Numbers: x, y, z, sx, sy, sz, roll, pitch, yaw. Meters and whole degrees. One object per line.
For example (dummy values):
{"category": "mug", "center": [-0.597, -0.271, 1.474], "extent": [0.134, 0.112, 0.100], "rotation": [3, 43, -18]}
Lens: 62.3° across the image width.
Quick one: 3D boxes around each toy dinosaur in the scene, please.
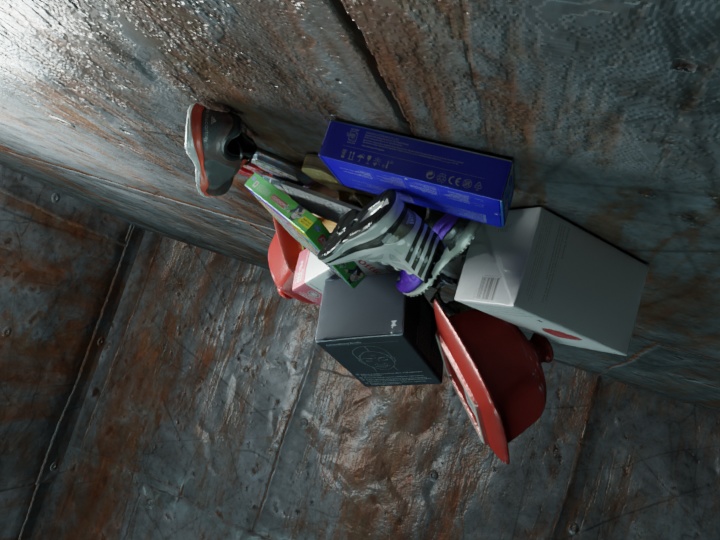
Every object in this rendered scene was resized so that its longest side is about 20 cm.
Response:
{"category": "toy dinosaur", "center": [0.154, 0.066, 0.971], "extent": [0.087, 0.048, 0.201], "rotation": [36, 159, 7]}

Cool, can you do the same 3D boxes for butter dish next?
{"category": "butter dish", "center": [0.206, 0.138, 0.856], "extent": [0.202, 0.145, 0.201], "rotation": [67, 178, -48]}
{"category": "butter dish", "center": [-0.122, 0.000, 1.251], "extent": [0.198, 0.148, 0.201], "rotation": [23, -147, -37]}

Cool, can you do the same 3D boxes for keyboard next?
{"category": "keyboard", "center": [-0.026, -0.075, 0.798], "extent": [0.198, 0.011, 0.057], "rotation": [24, 155, 33]}

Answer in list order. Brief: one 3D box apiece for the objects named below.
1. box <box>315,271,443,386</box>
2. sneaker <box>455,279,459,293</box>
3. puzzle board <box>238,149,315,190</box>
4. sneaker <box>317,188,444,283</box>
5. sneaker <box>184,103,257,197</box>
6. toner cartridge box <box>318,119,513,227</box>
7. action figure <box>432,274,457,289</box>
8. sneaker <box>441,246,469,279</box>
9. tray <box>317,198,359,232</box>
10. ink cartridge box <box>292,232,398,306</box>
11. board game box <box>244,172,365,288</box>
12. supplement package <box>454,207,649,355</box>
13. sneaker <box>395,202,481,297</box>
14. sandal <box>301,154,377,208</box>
{"category": "box", "center": [0.039, 0.102, 0.964], "extent": [0.146, 0.109, 0.200], "rotation": [-7, 148, 23]}
{"category": "sneaker", "center": [0.250, 0.038, 0.981], "extent": [0.196, 0.107, 0.075], "rotation": [17, 170, 8]}
{"category": "puzzle board", "center": [-0.169, -0.163, 0.907], "extent": [0.197, 0.018, 0.150], "rotation": [20, 173, -15]}
{"category": "sneaker", "center": [0.026, -0.018, 0.713], "extent": [0.115, 0.076, 0.200], "rotation": [38, 158, -15]}
{"category": "sneaker", "center": [-0.176, -0.146, 0.786], "extent": [0.080, 0.079, 0.200], "rotation": [2, 169, -5]}
{"category": "toner cartridge box", "center": [0.062, -0.102, 0.634], "extent": [0.196, 0.044, 0.095], "rotation": [17, 174, 17]}
{"category": "action figure", "center": [0.135, -0.002, 1.162], "extent": [0.128, 0.071, 0.200], "rotation": [13, 179, -16]}
{"category": "sneaker", "center": [0.188, -0.026, 0.870], "extent": [0.196, 0.076, 0.082], "rotation": [14, 158, -5]}
{"category": "tray", "center": [-0.057, -0.096, 1.053], "extent": [0.098, 0.038, 0.198], "rotation": [25, 170, -40]}
{"category": "ink cartridge box", "center": [0.000, 0.000, 0.996], "extent": [0.144, 0.086, 0.199], "rotation": [30, 142, -28]}
{"category": "board game box", "center": [-0.085, -0.063, 0.886], "extent": [0.199, 0.029, 0.135], "rotation": [39, 173, 47]}
{"category": "supplement package", "center": [0.242, 0.016, 0.753], "extent": [0.197, 0.122, 0.121], "rotation": [21, 172, -25]}
{"category": "sneaker", "center": [0.079, -0.044, 0.790], "extent": [0.098, 0.070, 0.201], "rotation": [32, 143, -4]}
{"category": "sandal", "center": [-0.009, -0.086, 0.842], "extent": [0.077, 0.071, 0.210], "rotation": [12, 170, 46]}
